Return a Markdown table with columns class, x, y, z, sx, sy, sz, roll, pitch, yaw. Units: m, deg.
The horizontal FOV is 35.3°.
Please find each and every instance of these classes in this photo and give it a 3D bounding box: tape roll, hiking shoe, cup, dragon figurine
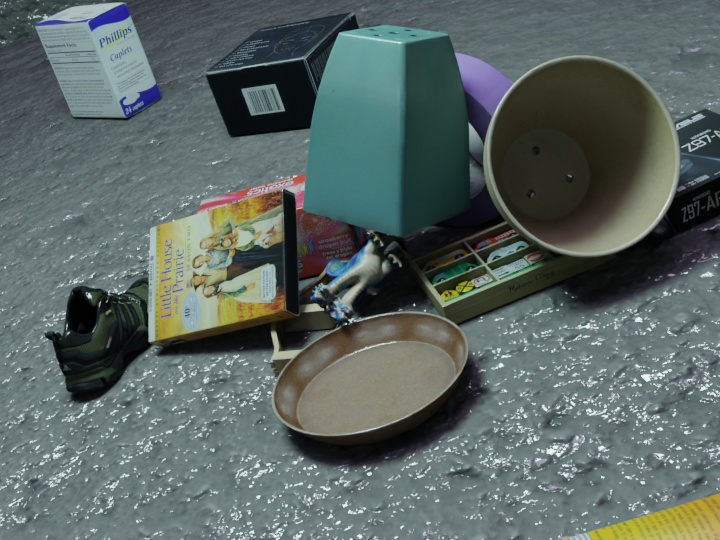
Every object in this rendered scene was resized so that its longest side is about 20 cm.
| class | x | y | z | sx | sy | sz | roll | pitch | yaw |
| --- | --- | --- | --- | --- | --- | --- | --- | --- | --- |
| tape roll | 0.111 | -0.153 | 1.344 | 0.199 | 0.201 | 0.066 | 6 | 37 | 40 |
| hiking shoe | -0.293 | 0.051 | 1.329 | 0.075 | 0.101 | 0.200 | -5 | 30 | 23 |
| cup | 0.212 | -0.109 | 1.185 | 0.200 | 0.201 | 0.143 | -23 | 1 | -9 |
| dragon figurine | 0.000 | 0.000 | 1.263 | 0.099 | 0.059 | 0.200 | -40 | 6 | 15 |

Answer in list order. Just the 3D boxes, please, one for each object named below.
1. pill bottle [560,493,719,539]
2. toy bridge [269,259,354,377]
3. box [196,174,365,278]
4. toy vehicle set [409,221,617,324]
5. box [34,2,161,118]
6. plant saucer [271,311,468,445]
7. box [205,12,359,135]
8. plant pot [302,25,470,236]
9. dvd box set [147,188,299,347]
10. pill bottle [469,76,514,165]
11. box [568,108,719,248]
| class | x | y | z | sx | sy | sz | roll | pitch | yaw |
| --- | --- | --- | --- | --- | --- | --- | --- | --- | --- |
| pill bottle | 0.216 | 0.204 | 0.715 | 0.199 | 0.111 | 0.111 | -17 | 27 | 3 |
| toy bridge | -0.061 | 0.052 | 1.263 | 0.067 | 0.027 | 0.200 | -7 | 30 | 24 |
| box | -0.100 | -0.048 | 1.398 | 0.199 | 0.096 | 0.100 | -13 | 29 | 11 |
| toy vehicle set | 0.164 | -0.012 | 1.240 | 0.199 | 0.027 | 0.124 | -22 | 27 | -7 |
| box | -0.511 | -0.408 | 2.206 | 0.183 | 0.201 | 0.105 | 8 | 36 | 41 |
| plant saucer | 0.012 | 0.109 | 1.105 | 0.199 | 0.035 | 0.200 | -15 | 26 | 8 |
| box | -0.117 | -0.330 | 1.899 | 0.199 | 0.124 | 0.197 | -3 | 33 | 30 |
| plant pot | 0.032 | -0.162 | 1.245 | 0.141 | 0.201 | 0.141 | 16 | 25 | 35 |
| dvd box set | -0.159 | -0.001 | 1.294 | 0.199 | 0.029 | 0.147 | -13 | 69 | 30 |
| pill bottle | 0.178 | -0.194 | 1.478 | 0.108 | 0.109 | 0.200 | -21 | 28 | -4 |
| box | 0.357 | -0.108 | 1.277 | 0.199 | 0.044 | 0.160 | -24 | 28 | -9 |
